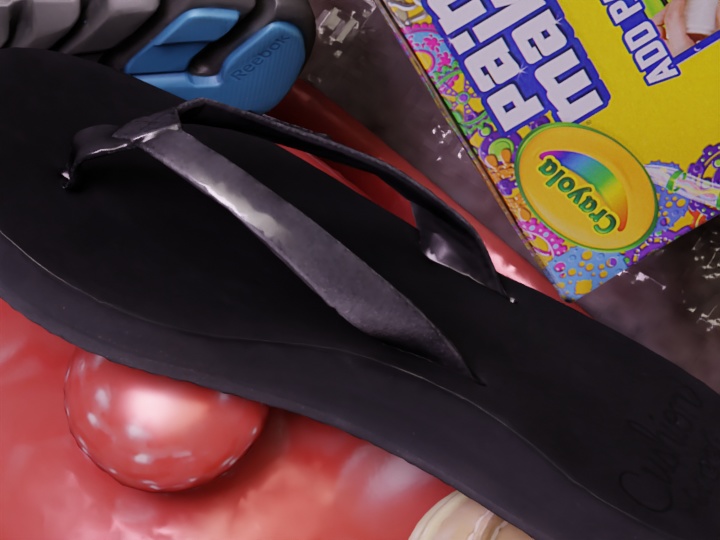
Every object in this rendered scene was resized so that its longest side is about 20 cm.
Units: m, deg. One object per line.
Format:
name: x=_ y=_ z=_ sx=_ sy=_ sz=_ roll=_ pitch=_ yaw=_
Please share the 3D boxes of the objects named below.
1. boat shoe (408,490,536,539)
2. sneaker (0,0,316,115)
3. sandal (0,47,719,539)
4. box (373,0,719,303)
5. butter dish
boat shoe: x=0.073 y=0.131 z=0.625 sx=0.072 sy=0.065 sz=0.201 roll=-20 pitch=80 yaw=-24
sneaker: x=-0.113 y=-0.068 z=0.676 sx=0.199 sy=0.073 sz=0.082 roll=-2 pitch=55 yaw=-13
sandal: x=0.000 y=0.000 z=0.630 sx=0.199 sy=0.043 sz=0.076 roll=25 pitch=36 yaw=-8
box: x=0.076 y=-0.132 z=0.699 sx=0.192 sy=0.122 sz=0.200 roll=-32 pitch=36 yaw=4
butter dish: x=-0.036 y=0.046 z=0.697 sx=0.199 sy=0.148 sz=0.200 roll=40 pitch=79 yaw=17
